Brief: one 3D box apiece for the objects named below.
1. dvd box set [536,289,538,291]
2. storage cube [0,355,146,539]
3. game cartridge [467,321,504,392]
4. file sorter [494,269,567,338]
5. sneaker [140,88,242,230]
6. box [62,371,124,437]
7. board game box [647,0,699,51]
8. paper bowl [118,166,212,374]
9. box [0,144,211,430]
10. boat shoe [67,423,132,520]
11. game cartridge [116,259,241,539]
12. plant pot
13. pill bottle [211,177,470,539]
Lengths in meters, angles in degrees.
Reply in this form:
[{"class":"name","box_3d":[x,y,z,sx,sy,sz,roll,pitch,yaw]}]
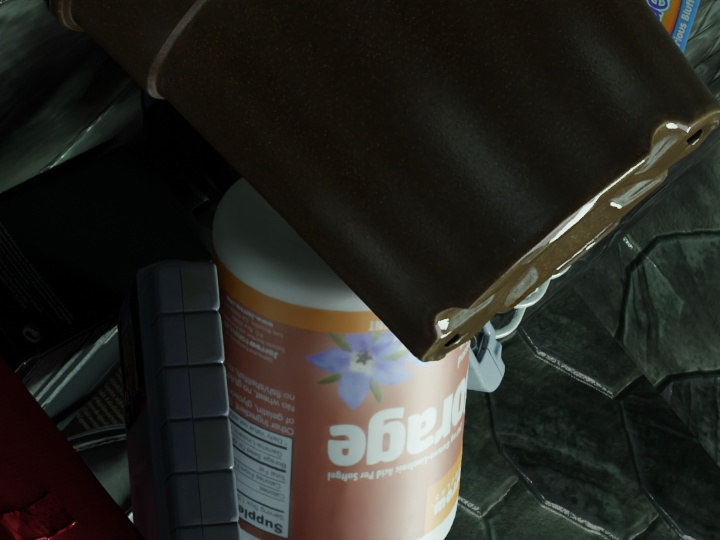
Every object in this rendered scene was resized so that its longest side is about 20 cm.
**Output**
[{"class":"dvd box set","box_3d":[0.048,-0.068,1.434,0.029,0.201,0.146,14,159,-23]},{"class":"storage cube","box_3d":[-0.227,0.116,1.161,0.200,0.180,0.171,-45,171,35]},{"class":"game cartridge","box_3d":[-0.003,0.007,1.680,0.041,0.132,0.200,-67,152,-24]},{"class":"file sorter","box_3d":[0.081,-0.067,1.673,0.200,0.124,0.139,126,-12,-63]},{"class":"sneaker","box_3d":[-0.033,-0.046,1.297,0.073,0.201,0.082,-2,-140,32]},{"class":"box","box_3d":[-0.142,0.111,1.686,0.199,0.075,0.100,-23,-153,-14]},{"class":"board game box","box_3d":[0.120,-0.124,1.488,0.152,0.045,0.201,-16,-127,69]},{"class":"paper bowl","box_3d":[-0.054,0.005,1.449,0.104,0.202,0.201,15,144,-23]},{"class":"box","box_3d":[-0.180,0.044,1.375,0.141,0.079,0.200,-26,165,-49]},{"class":"boat shoe","box_3d":[-0.171,0.126,1.376,0.199,0.070,0.066,-24,166,-21]},{"class":"game cartridge","box_3d":[-0.080,0.069,1.223,0.038,0.131,0.200,-8,173,-10]},{"class":"plant pot","box_3d":[0.019,-0.085,1.101,0.200,0.199,0.200,-38,173,-6]},{"class":"pill bottle","box_3d":[-0.010,0.061,1.240,0.112,0.112,0.201,-33,136,-43]}]
